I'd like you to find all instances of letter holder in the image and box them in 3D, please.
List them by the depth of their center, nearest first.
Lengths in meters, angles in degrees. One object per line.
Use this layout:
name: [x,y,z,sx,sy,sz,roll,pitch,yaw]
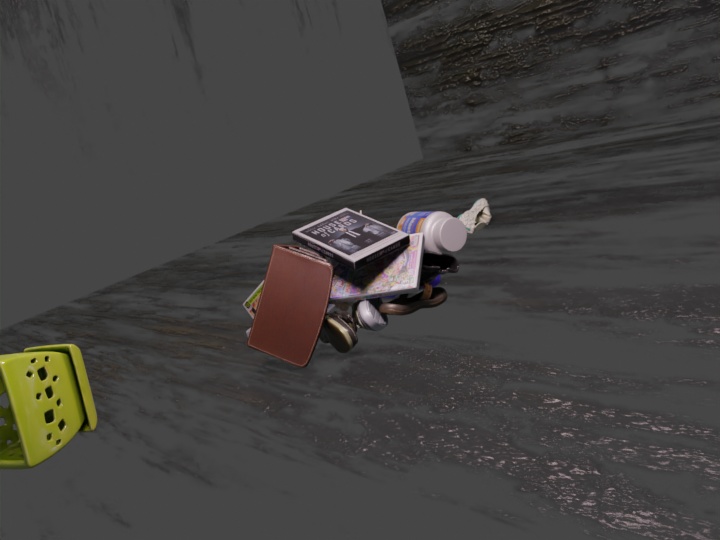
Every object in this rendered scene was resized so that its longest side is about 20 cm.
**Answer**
letter holder: [-0.114,0.068,1.572,0.140,0.204,0.100,18,6,20]

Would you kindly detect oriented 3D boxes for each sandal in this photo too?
sandal: [0.107,0.049,1.636,0.081,0.056,0.198,0,8,43]

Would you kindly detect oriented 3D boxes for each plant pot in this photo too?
plant pot: [-0.619,0.244,1.533,0.196,0.204,0.180,-9,7,37]

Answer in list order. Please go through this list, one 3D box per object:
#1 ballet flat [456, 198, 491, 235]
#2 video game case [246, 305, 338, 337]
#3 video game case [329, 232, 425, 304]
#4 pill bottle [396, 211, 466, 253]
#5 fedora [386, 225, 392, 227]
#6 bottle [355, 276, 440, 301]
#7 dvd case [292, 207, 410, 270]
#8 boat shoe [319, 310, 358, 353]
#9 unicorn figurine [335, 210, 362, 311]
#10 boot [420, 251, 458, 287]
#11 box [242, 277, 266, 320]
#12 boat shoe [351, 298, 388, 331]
ballet flat: [0.321,-0.140,2.238,0.071,0.073,0.199,-9,17,35]
video game case: [-0.143,0.104,1.846,0.196,0.018,0.143,-12,13,25]
video game case: [0.027,-0.004,1.612,0.196,0.018,0.145,-9,46,21]
pill bottle: [0.181,-0.093,2.067,0.111,0.114,0.199,-22,12,-24]
fedora: [0.009,-0.044,2.148,0.197,0.093,0.201,-20,11,4]
bottle: [0.078,0.023,1.810,0.196,0.067,0.084,-15,13,14]
dvd case: [-0.021,-0.066,1.628,0.149,0.025,0.198,-26,36,-33]
boat shoe: [-0.039,0.109,1.580,0.065,0.073,0.200,-26,9,-16]
unicorn figurine: [0.000,0.000,1.734,0.201,0.137,0.074,-53,26,-2]
boot: [0.090,-0.010,1.655,0.196,0.071,0.131,-4,-12,-27]
box: [-0.159,0.056,1.706,0.035,0.111,0.200,-30,-12,-50]
boat shoe: [0.014,0.090,1.640,0.062,0.072,0.200,-38,5,8]
